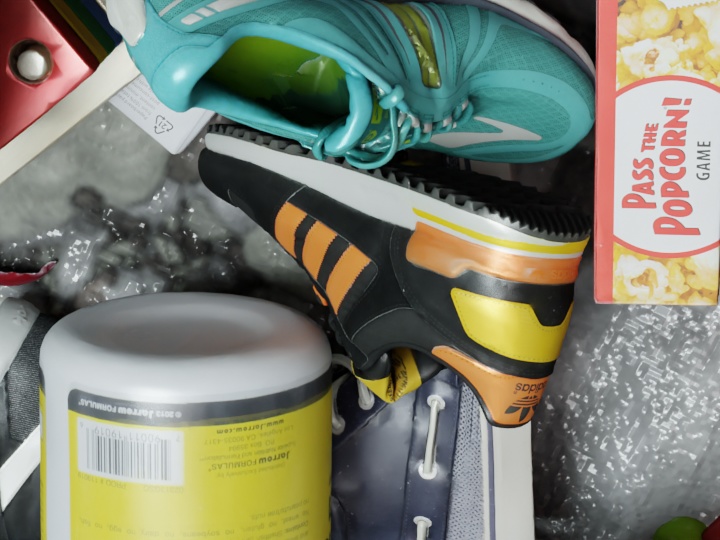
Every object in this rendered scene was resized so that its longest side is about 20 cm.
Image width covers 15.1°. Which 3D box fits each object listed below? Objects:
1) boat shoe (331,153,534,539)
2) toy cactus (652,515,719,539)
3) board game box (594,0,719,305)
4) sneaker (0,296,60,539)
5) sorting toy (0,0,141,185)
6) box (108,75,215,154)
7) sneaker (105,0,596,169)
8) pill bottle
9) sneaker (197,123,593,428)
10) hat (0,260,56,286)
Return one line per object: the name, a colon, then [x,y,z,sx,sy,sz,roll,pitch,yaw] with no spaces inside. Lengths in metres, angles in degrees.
boat shoe: [0.021,0.038,1.079,0.093,0.075,0.200,-2,110,3]
toy cactus: [0.140,0.193,1.127,0.165,0.102,0.200,-14,112,32]
board game box: [0.109,-0.107,0.972,0.046,0.152,0.200,1,110,7]
sneaker: [-0.144,0.119,1.135,0.112,0.073,0.200,28,112,-4]
sorting toy: [-0.137,-0.152,0.990,0.200,0.070,0.199,-36,100,19]
box: [-0.066,-0.167,1.032,0.156,0.041,0.200,39,110,-7]
sneaker: [0.000,-0.065,0.962,0.200,0.080,0.078,11,131,-32]
pill bottle: [-0.067,0.116,1.051,0.112,0.112,0.200,3,106,7]
sneaker: [0.000,0.000,1.015,0.200,0.070,0.090,19,103,48]
hat: [-0.280,-0.014,1.132,0.166,0.176,0.200,-54,56,17]
